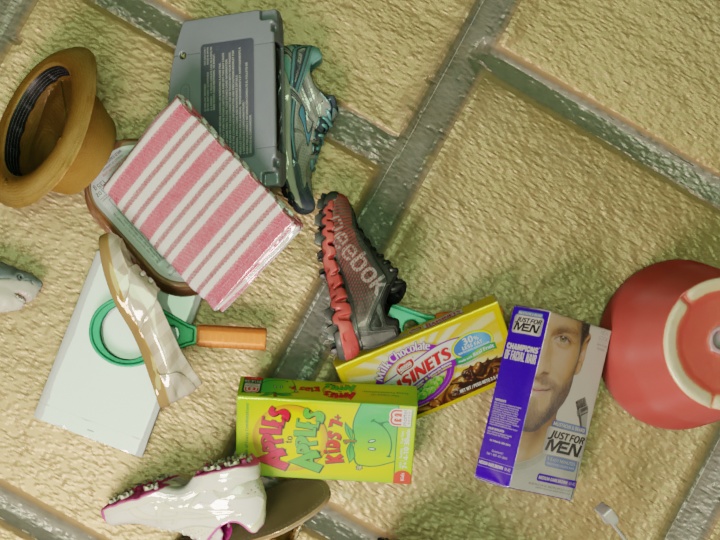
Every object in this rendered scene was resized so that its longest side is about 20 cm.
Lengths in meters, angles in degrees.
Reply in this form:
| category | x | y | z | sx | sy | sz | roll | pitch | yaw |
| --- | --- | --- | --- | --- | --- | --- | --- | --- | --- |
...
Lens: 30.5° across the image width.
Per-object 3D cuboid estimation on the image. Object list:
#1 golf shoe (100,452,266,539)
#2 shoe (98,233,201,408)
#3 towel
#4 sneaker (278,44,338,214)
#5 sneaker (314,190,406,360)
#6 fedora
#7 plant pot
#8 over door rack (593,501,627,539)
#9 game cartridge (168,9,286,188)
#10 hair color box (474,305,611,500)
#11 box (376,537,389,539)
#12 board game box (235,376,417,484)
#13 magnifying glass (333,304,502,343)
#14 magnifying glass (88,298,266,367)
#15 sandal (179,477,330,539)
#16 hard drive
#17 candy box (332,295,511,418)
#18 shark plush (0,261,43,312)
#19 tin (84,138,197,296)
| category | x | y | z | sx | sy | sz | roll | pitch | yaw |
| --- | --- | --- | --- | --- | --- | --- | --- | --- | --- |
| golf shoe | -0.194 | 0.266 | 1.455 | 0.199 | 0.075 | 0.092 | -17 | 93 | 20 |
| shoe | -0.231 | 0.049 | 1.443 | 0.053 | 0.070 | 0.201 | -21 | 96 | -5 |
| towel | -0.174 | -0.072 | 1.440 | 0.200 | 0.030 | 0.146 | 47 | 111 | 4 |
| sneaker | -0.063 | -0.166 | 1.509 | 0.086 | 0.078 | 0.202 | -9 | 88 | -8 |
| sneaker | 0.000 | 0.000 | 1.488 | 0.097 | 0.071 | 0.202 | -10 | 67 | 0 |
| fedora | -0.330 | -0.150 | 1.466 | 0.082 | 0.200 | 0.202 | 31 | 84 | -42 |
| plant pot | 0.380 | 0.082 | 1.477 | 0.199 | 0.177 | 0.202 | 0 | 86 | -4 |
| over door rack | 0.270 | 0.371 | 1.499 | 0.148 | 0.067 | 0.200 | -41 | 111 | -6 |
| game cartridge | -0.149 | -0.185 | 1.473 | 0.132 | 0.041 | 0.202 | -5 | 80 | 23 |
| hair color box | 0.208 | 0.150 | 1.495 | 0.109 | 0.065 | 0.202 | 17 | 83 | -37 |
| box | 0.080 | 0.408 | 1.440 | 0.199 | 0.104 | 0.149 | 36 | 77 | -18 |
| board game box | -0.038 | 0.179 | 1.477 | 0.198 | 0.048 | 0.102 | 3 | 115 | 0 |
| magnifying glass | 0.066 | 0.065 | 1.524 | 0.198 | 0.022 | 0.080 | -6 | 87 | -5 |
| magnifying glass | -0.205 | 0.072 | 1.486 | 0.198 | 0.022 | 0.080 | 3 | 86 | -3 |
| sandal | -0.118 | 0.309 | 1.492 | 0.210 | 0.078 | 0.070 | -26 | 121 | 2 |
| hard drive | -0.274 | 0.094 | 1.502 | 0.131 | 0.026 | 0.201 | 21 | 86 | -3 |
| candy box | 0.078 | 0.111 | 1.504 | 0.199 | 0.026 | 0.103 | -22 | 110 | -1 |
| shark plush | -0.460 | -0.009 | 1.493 | 0.199 | 0.091 | 0.083 | 30 | 64 | 18 |
| tin | -0.230 | -0.061 | 1.495 | 0.112 | 0.042 | 0.200 | -42 | 86 | -12 |
